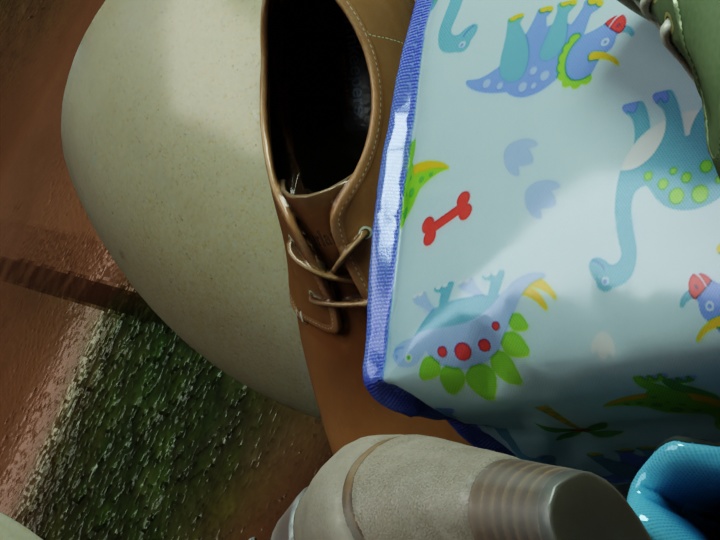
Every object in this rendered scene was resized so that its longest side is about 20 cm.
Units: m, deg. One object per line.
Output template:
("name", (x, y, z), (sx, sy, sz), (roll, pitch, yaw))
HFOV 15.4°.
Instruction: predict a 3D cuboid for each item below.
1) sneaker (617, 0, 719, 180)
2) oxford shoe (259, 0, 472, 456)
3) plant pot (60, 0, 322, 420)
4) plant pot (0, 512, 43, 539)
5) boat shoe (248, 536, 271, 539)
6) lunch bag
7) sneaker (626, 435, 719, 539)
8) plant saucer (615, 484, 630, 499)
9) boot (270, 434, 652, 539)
("sneaker", (0.088, -0.081, 0.678), (0.090, 0.067, 0.201), (-9, 45, 24))
("oxford shoe", (0.000, 0.000, 0.811), (0.071, 0.071, 0.201), (-13, 89, 24))
("plant pot", (0.008, -0.023, 0.927), (0.200, 0.200, 0.135), (-51, 42, 27))
("plant pot", (-0.208, 0.200, 1.151), (0.200, 0.200, 0.184), (-32, 28, 49))
("boat shoe", (-0.029, 0.135, 0.967), (0.200, 0.072, 0.072), (-64, 25, 1))
("lunch bag", (0.104, -0.047, 0.765), (0.170, 0.127, 0.201), (-9, 64, 30))
("sneaker", (0.145, 0.085, 0.648), (0.200, 0.082, 0.073), (4, 65, 52))
("plant saucer", (0.065, 0.108, 0.833), (0.201, 0.039, 0.201), (-33, 41, 36))
("boot", (0.049, 0.134, 0.727), (0.146, 0.070, 0.200), (-24, 89, 57))
